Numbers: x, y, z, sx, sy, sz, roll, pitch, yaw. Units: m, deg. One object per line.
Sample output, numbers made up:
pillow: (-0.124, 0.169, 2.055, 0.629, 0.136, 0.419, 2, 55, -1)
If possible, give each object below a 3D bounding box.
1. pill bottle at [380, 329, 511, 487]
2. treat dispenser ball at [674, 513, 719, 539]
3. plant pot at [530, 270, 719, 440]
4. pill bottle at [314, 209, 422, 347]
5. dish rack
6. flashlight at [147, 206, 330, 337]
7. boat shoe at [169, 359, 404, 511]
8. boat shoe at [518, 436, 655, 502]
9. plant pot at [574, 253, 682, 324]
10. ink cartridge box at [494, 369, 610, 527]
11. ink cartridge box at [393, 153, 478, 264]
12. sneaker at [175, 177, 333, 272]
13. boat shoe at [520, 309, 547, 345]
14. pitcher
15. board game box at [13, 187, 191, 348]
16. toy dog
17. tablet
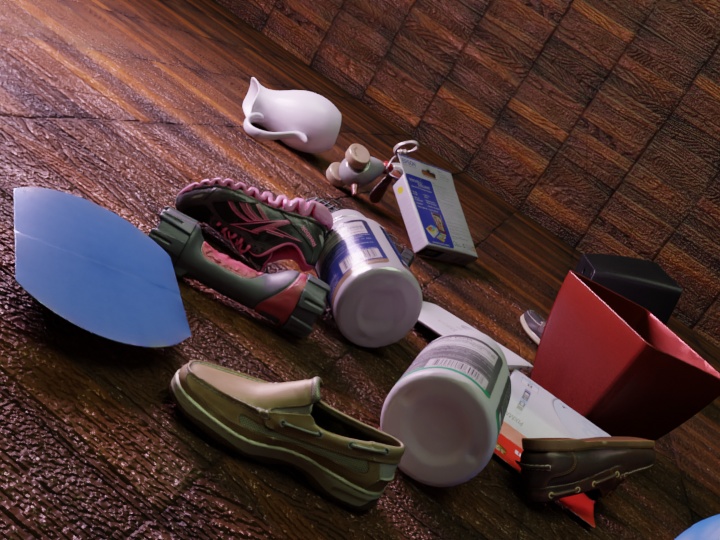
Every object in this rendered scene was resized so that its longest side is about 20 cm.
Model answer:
pill bottle: (0.097, 0.131, 0.782, 0.112, 0.114, 0.200, 35, 17, 9)
treat dispenser ball: (0.326, 0.296, 0.595, 0.199, 0.202, 0.201, 29, 17, -10)
plant pot: (0.371, 0.151, 1.107, 0.198, 0.178, 0.200, 22, 19, -30)
pill bottle: (0.000, 0.000, 0.965, 0.110, 0.112, 0.201, 24, 20, -26)
dish rack: (-0.008, -0.045, 1.168, 0.198, 0.055, 0.153, 32, 13, 4)
flashlight: (-0.131, -0.001, 0.811, 0.198, 0.068, 0.068, 31, 18, -11)
boat shoe: (-0.055, 0.116, 0.615, 0.198, 0.077, 0.072, 29, 18, -13)
boat shoe: (0.258, 0.223, 0.850, 0.197, 0.072, 0.070, 5, -13, -28)
plant pot: (0.547, 0.069, 1.636, 0.175, 0.202, 0.200, 21, 18, -2)
ink cartridge box: (0.234, 0.209, 0.926, 0.159, 0.048, 0.200, 36, 16, 10)
ink cartridge box: (0.146, -0.119, 1.514, 0.196, 0.047, 0.203, 9, 57, -50)
sneaker: (-0.135, -0.049, 0.928, 0.197, 0.097, 0.079, 12, -19, -4)
boat shoe: (0.356, 0.122, 1.340, 0.071, 0.066, 0.201, 22, 20, -28)
pitcher: (-0.144, -0.303, 1.551, 0.197, 0.122, 0.173, 16, 42, -17)
board game box: (-0.234, 0.008, 0.660, 0.157, 0.039, 0.201, 26, 23, -39)
toy dog: (0.032, -0.186, 1.522, 0.197, 0.132, 0.098, -6, 66, -15)
tablet: (0.145, 0.090, 1.087, 0.199, 0.014, 0.129, 33, 14, 37)
